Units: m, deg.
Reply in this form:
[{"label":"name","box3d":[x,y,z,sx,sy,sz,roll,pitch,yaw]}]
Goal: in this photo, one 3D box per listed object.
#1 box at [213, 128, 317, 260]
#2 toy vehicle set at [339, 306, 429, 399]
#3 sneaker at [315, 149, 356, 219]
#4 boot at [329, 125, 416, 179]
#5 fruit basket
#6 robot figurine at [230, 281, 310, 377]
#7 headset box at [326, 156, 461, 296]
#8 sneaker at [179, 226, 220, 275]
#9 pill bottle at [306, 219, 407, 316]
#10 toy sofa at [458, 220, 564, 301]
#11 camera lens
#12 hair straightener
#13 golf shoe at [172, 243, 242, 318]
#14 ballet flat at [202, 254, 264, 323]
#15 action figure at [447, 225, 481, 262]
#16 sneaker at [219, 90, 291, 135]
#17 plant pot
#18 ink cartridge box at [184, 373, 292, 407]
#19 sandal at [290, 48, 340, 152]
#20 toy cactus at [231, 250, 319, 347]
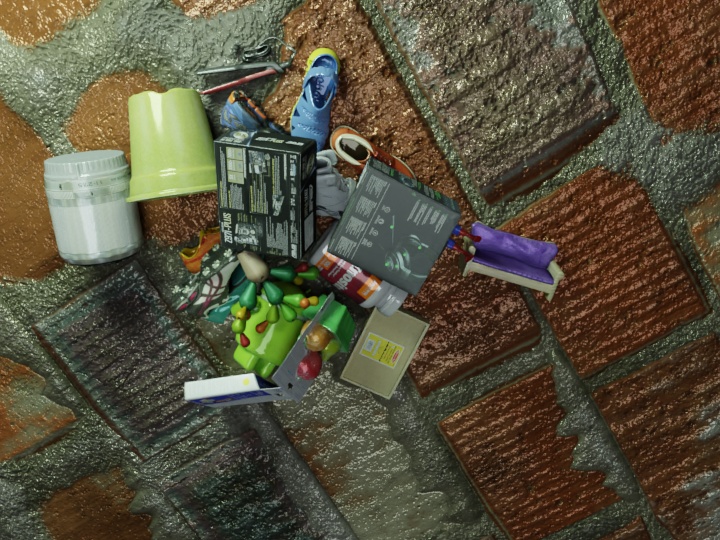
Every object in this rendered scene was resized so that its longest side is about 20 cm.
[{"label":"box","box3d":[-0.166,-0.136,1.160,0.161,0.086,0.203,9,118,14]},{"label":"toy vehicle set","box3d":[0.051,0.170,1.398,0.123,0.027,0.202,24,108,-7]},{"label":"sneaker","box3d":[-0.040,-0.158,1.228,0.197,0.076,0.115,8,145,-14]},{"label":"boot","box3d":[0.028,-0.198,1.229,0.199,0.107,0.076,32,99,-13]},{"label":"fruit basket","box3d":[-0.098,0.153,1.293,0.093,0.186,0.201,34,76,24]},{"label":"robot figurine","box3d":[-0.177,0.111,1.323,0.175,0.115,0.202,31,85,-36]},{"label":"headset box","box3d":[0.065,-0.077,1.166,0.198,0.093,0.176,25,110,-5]},{"label":"sneaker","box3d":[-0.280,-0.060,1.305,0.198,0.073,0.078,-31,109,12]},{"label":"pill bottle","box3d":[0.000,0.000,1.295,0.199,0.113,0.113,37,107,-10]},{"label":"toy sofa","box3d":[0.301,-0.021,1.294,0.197,0.083,0.099,16,110,-3]},{"label":"camera lens","box3d":[-0.511,-0.118,1.247,0.157,0.160,0.203,-3,109,3]},{"label":"hair straightener","box3d":[-0.215,-0.389,1.205,0.197,0.041,0.078,-13,109,7]},{"label":"golf shoe","box3d":[-0.284,0.016,1.279,0.199,0.078,0.088,-39,127,22]},{"label":"ballet flat","box3d":[-0.251,0.037,1.351,0.200,0.068,0.070,-44,127,15]},{"label":"action figure","box3d":[0.123,-0.086,1.240,0.199,0.099,0.066,32,109,26]},{"label":"sneaker","box3d":[-0.188,-0.250,1.246,0.078,0.076,0.200,-32,107,33]},{"label":"plant pot","box3d":[-0.348,-0.232,1.200,0.197,0.200,0.187,-8,98,5]},{"label":"ink cartridge box","box3d":[-0.240,0.250,1.357,0.197,0.198,0.048,-9,72,3]},{"label":"sandal","box3d":[-0.085,-0.306,1.204,0.078,0.087,0.203,7,112,-12]},{"label":"toy cactus","box3d":[-0.175,0.034,1.213,0.199,0.102,0.166,-35,101,-2]}]
